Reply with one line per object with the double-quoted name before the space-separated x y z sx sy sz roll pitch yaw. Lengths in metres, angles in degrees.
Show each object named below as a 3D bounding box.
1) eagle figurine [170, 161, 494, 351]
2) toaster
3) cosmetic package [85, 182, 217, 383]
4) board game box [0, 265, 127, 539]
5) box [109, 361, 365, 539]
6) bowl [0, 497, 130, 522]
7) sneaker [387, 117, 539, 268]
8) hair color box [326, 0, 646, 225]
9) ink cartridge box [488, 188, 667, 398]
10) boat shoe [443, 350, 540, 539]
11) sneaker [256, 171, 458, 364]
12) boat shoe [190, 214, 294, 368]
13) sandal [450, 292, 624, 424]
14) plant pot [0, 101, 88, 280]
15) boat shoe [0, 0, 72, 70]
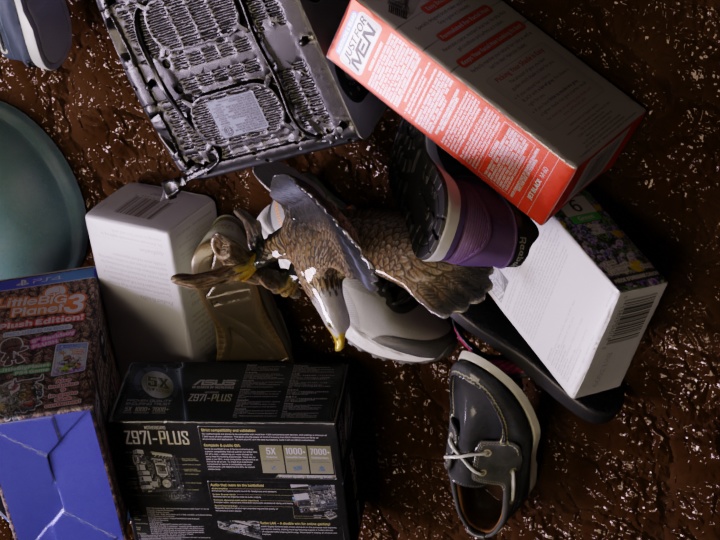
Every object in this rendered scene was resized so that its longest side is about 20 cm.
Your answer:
"eagle figurine" -0.016 -0.015 1.309 0.199 0.152 0.151 -18 113 45
"toaster" -0.089 -0.174 1.319 0.199 0.119 0.181 -12 114 31
"cosmetic package" -0.173 0.030 1.571 0.101 0.074 0.201 13 126 32
"board game box" -0.266 0.123 1.535 0.096 0.200 0.160 -8 127 -1
"box" -0.104 0.169 1.529 0.199 0.086 0.164 -1 124 10
"bowl" -0.313 0.193 1.733 0.200 0.039 0.201 18 126 25
"sneaker" 0.076 -0.063 1.268 0.087 0.200 0.076 13 124 -16
"hair color box" 0.089 -0.132 1.234 0.200 0.111 0.064 41 134 12
"ink cartridge box" 0.137 -0.015 1.296 0.200 0.050 0.109 54 142 36
"boat shoe" 0.099 0.141 1.384 0.072 0.068 0.200 27 149 28
"sneaker" 0.000 0.000 1.415 0.200 0.074 0.079 41 129 12
"boat shoe" -0.099 0.049 1.540 0.073 0.063 0.201 -10 118 15
"sandal" 0.115 0.054 1.354 0.200 0.075 0.045 42 134 7
"plant pot" -0.376 -0.045 1.642 0.200 0.134 0.201 20 127 28
"boat shoe" -0.290 -0.256 1.432 0.062 0.075 0.201 10 138 21
